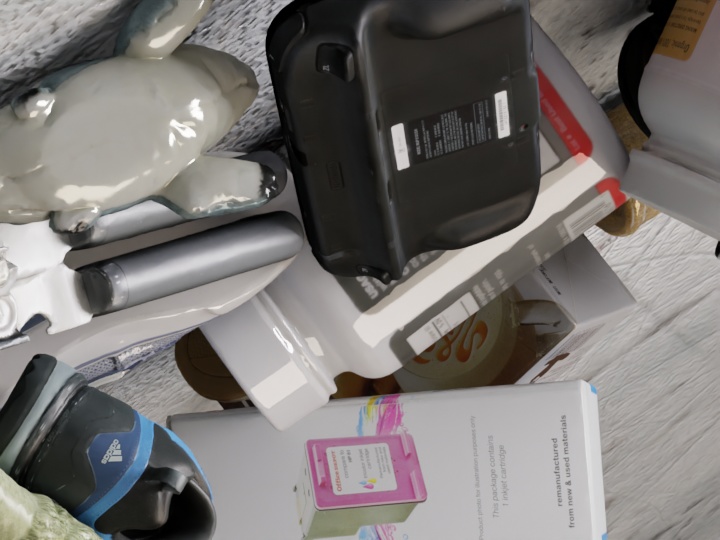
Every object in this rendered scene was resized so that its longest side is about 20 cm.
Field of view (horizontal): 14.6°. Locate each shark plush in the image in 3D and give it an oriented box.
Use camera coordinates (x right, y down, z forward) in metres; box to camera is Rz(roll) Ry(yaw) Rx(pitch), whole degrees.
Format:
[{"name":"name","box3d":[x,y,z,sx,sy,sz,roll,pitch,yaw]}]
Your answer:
[{"name":"shark plush","box3d":[-0.118,-0.034,1.067,0.200,0.091,0.083,-34,-165,-24]}]

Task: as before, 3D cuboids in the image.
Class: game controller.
[{"name":"game controller","box3d":[0.021,-0.060,1.129,0.104,0.042,0.200,-25,152,-8]}]

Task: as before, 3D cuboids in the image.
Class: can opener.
[{"name":"can opener","box3d":[-0.109,-0.007,1.117,0.200,0.053,0.066,-18,-176,-40]}]

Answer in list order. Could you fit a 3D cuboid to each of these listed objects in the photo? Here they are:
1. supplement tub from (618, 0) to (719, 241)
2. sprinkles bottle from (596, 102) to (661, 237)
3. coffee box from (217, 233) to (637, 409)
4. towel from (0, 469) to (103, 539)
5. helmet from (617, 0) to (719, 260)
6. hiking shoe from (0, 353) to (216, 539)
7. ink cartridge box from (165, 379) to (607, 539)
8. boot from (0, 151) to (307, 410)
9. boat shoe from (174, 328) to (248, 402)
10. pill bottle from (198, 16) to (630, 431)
[{"name":"supplement tub","box3d":[0.207,-0.099,1.212,0.201,0.144,0.144,-65,161,3]},{"name":"sprinkles bottle","box3d":[0.207,-0.091,1.567,0.200,0.068,0.068,-30,163,-22]},{"name":"coffee box","box3d":[0.032,0.041,1.495,0.200,0.115,0.080,-44,166,29]},{"name":"towel","box3d":[-0.205,0.113,1.124,0.200,0.148,0.037,-26,-147,35]},{"name":"helmet","box3d":[0.230,-0.096,1.375,0.200,0.191,0.200,-34,164,-11]},{"name":"hiking shoe","box3d":[-0.102,0.102,1.180,0.075,0.087,0.200,-58,167,-10]},{"name":"ink cartridge box","box3d":[0.016,0.102,1.366,0.199,0.085,0.145,-4,176,7]},{"name":"boot","box3d":[-0.117,0.015,1.215,0.199,0.073,0.090,-24,168,-13]},{"name":"boat shoe","box3d":[0.000,0.000,1.385,0.200,0.074,0.069,-37,158,0]},{"name":"pill bottle","box3d":[0.016,-0.025,1.275,0.200,0.114,0.114,-36,164,0]}]
